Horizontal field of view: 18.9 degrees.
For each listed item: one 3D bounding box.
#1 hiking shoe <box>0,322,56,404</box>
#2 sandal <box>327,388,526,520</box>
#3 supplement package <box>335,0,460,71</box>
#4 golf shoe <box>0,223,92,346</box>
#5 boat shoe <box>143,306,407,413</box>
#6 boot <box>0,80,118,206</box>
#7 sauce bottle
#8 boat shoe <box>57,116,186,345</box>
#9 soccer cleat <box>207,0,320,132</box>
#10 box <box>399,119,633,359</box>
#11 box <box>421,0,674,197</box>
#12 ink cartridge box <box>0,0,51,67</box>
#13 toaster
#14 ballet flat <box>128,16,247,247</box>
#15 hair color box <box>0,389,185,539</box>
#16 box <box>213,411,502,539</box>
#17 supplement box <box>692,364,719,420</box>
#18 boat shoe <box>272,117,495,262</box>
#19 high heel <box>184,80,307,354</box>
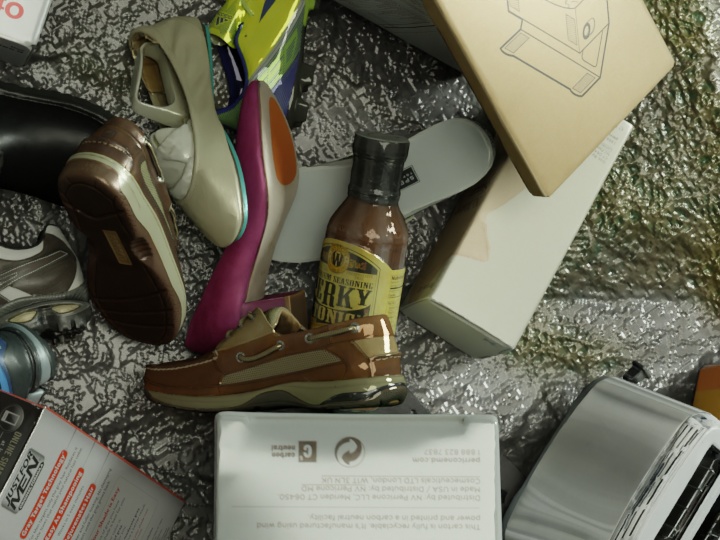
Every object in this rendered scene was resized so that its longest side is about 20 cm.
[{"bbox_3d":[-0.287,0.125,1.497,0.074,0.087,0.200,31,107,26],"label":"hiking shoe"},{"bbox_3d":[0.051,0.140,1.633,0.200,0.043,0.076,38,76,-7],"label":"sandal"},{"bbox_3d":[0.080,-0.271,1.603,0.200,0.147,0.192,26,76,-35],"label":"supplement package"},{"bbox_3d":[-0.294,0.018,1.547,0.199,0.078,0.095,-9,82,-26],"label":"golf shoe"},{"bbox_3d":[-0.059,0.063,1.542,0.199,0.076,0.074,-3,88,23],"label":"boat shoe"},{"bbox_3d":[-0.261,-0.069,1.516,0.210,0.158,0.080,18,119,-5],"label":"boot"},{"bbox_3d":[0.000,0.000,1.574,0.064,0.065,0.201,5,100,-14],"label":"sauce bottle"},{"bbox_3d":[-0.155,-0.028,1.537,0.074,0.203,0.075,13,56,14],"label":"boat shoe"},{"bbox_3d":[-0.073,-0.199,1.631,0.083,0.065,0.201,6,82,-8],"label":"soccer cleat"},{"bbox_3d":[0.118,-0.038,1.646,0.078,0.095,0.200,31,76,-8],"label":"box"},{"bbox_3d":[0.132,-0.180,1.541,0.163,0.021,0.200,-44,117,-25],"label":"box"},{"bbox_3d":[-0.277,-0.268,1.575,0.146,0.084,0.201,20,79,-11],"label":"ink cartridge box"},{"bbox_3d":[0.207,0.167,1.612,0.114,0.129,0.200,45,72,-36],"label":"toaster"},{"bbox_3d":[-0.133,-0.103,1.574,0.069,0.070,0.200,-5,56,-15],"label":"ballet flat"},{"bbox_3d":[-0.209,0.163,1.489,0.061,0.200,0.102,19,75,30],"label":"hair color box"},{"bbox_3d":[-0.001,0.200,1.525,0.198,0.171,0.201,0,83,1],"label":"box"},{"bbox_3d":[0.286,0.175,1.678,0.069,0.067,0.201,17,80,-15],"label":"supplement box"},{"bbox_3d":[0.010,-0.057,1.630,0.199,0.064,0.071,-19,89,8],"label":"boat shoe"},{"bbox_3d":[-0.094,-0.037,1.593,0.096,0.067,0.201,-4,98,21],"label":"high heel"}]
